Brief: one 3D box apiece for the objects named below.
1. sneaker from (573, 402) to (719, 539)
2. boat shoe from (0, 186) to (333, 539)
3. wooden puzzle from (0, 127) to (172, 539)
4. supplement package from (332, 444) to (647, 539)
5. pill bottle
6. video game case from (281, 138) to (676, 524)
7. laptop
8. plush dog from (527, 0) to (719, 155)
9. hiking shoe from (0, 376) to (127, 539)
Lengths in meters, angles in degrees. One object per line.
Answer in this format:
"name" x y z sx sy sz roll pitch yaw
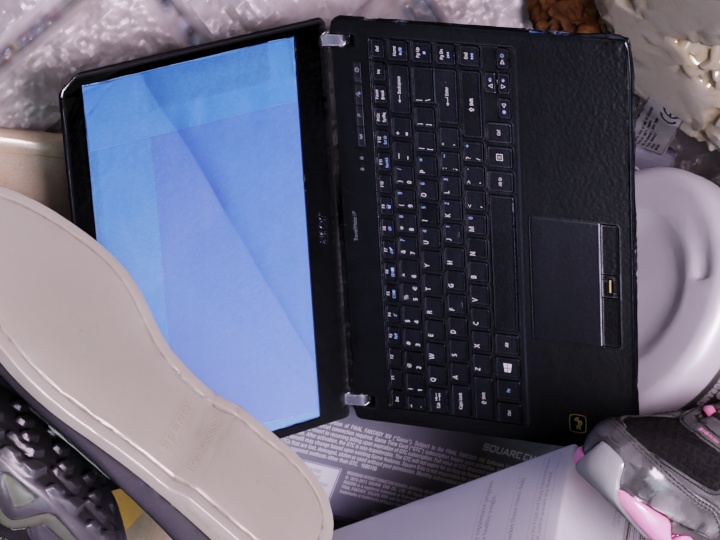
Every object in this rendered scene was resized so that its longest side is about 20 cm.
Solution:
"sneaker" 0.168 0.068 1.011 0.199 0.079 0.096 9 117 -43
"boat shoe" -0.100 0.052 0.974 0.200 0.063 0.073 44 45 -8
"wooden puzzle" -0.141 0.037 1.029 0.198 0.046 0.187 4 107 -23
"supplement package" 0.032 0.172 1.056 0.199 0.110 0.114 -22 125 33
"pill bottle" 0.181 0.036 1.113 0.199 0.111 0.112 21 101 -38
"video game case" 0.041 0.021 1.112 0.142 0.019 0.201 16 102 -26
"laptop" 0.000 0.000 0.999 0.198 0.103 0.179 7 115 23
"plush dog" 0.174 -0.144 1.055 0.172 0.160 0.200 -51 135 -18
"hiking shoe" -0.181 0.075 0.978 0.200 0.076 0.101 39 106 -18
